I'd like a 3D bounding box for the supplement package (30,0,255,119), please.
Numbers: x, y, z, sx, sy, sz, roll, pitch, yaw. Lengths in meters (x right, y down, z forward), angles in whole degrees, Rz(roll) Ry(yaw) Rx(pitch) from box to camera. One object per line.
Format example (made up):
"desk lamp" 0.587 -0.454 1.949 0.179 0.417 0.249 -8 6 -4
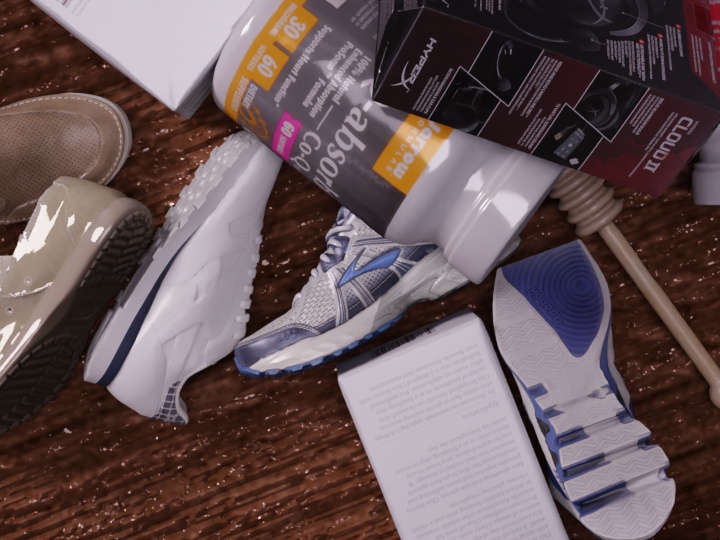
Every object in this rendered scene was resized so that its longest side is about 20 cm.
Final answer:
"supplement package" -0.141 -0.216 0.897 0.199 0.111 0.156 38 92 -3

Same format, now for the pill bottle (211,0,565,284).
"pill bottle" 0.019 -0.089 0.872 0.199 0.116 0.117 37 92 6

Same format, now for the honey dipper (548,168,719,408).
"honey dipper" 0.189 0.011 0.961 0.038 0.038 0.201 -36 96 1

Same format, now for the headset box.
"headset box" 0.113 -0.139 0.829 0.198 0.150 0.077 17 138 -15

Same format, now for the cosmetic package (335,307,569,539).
"cosmetic package" 0.066 0.137 0.948 0.101 0.071 0.202 -21 94 0

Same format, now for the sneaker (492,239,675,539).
"sneaker" 0.138 0.093 0.946 0.080 0.115 0.201 -15 65 -2

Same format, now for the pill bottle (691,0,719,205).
"pill bottle" 0.247 -0.144 0.914 0.111 0.112 0.202 -3 94 -2

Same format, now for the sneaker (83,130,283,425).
"sneaker" -0.098 0.002 0.940 0.080 0.076 0.201 31 99 -12

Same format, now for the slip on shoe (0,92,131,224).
"slip on shoe" -0.244 -0.065 0.929 0.198 0.061 0.077 -10 94 -1

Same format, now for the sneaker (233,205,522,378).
"sneaker" 0.000 0.000 0.943 0.199 0.077 0.086 -29 86 -8

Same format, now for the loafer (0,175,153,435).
"loafer" -0.209 0.024 0.933 0.068 0.076 0.201 42 99 21
